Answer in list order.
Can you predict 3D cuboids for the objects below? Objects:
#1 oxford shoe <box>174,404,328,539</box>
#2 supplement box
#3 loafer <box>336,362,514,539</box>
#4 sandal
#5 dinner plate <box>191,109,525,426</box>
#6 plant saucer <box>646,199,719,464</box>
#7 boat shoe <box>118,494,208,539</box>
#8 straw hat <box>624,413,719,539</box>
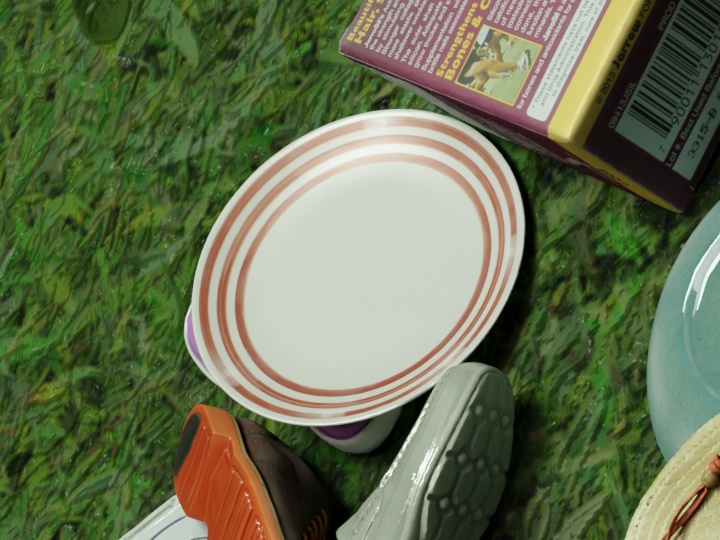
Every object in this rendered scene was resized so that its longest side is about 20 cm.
[{"bbox_3d":[-0.044,0.132,1.316,0.200,0.072,0.072,-117,45,-60],"label":"oxford shoe"},{"bbox_3d":[0.104,-0.129,1.305,0.200,0.103,0.132,29,91,49],"label":"supplement box"},{"bbox_3d":[0.018,0.137,1.280,0.070,0.070,0.201,22,87,41],"label":"loafer"},{"bbox_3d":[-0.045,0.039,1.413,0.202,0.050,0.083,24,87,50],"label":"sandal"},{"bbox_3d":[0.000,0.000,1.373,0.199,0.024,0.201,-13,53,18],"label":"dinner plate"},{"bbox_3d":[0.204,0.021,1.170,0.200,0.039,0.203,-24,53,36],"label":"plant saucer"},{"bbox_3d":[-0.137,0.200,1.422,0.200,0.074,0.067,-39,27,16],"label":"boat shoe"},{"bbox_3d":[0.204,0.144,1.069,0.201,0.085,0.202,-34,43,38],"label":"straw hat"}]
